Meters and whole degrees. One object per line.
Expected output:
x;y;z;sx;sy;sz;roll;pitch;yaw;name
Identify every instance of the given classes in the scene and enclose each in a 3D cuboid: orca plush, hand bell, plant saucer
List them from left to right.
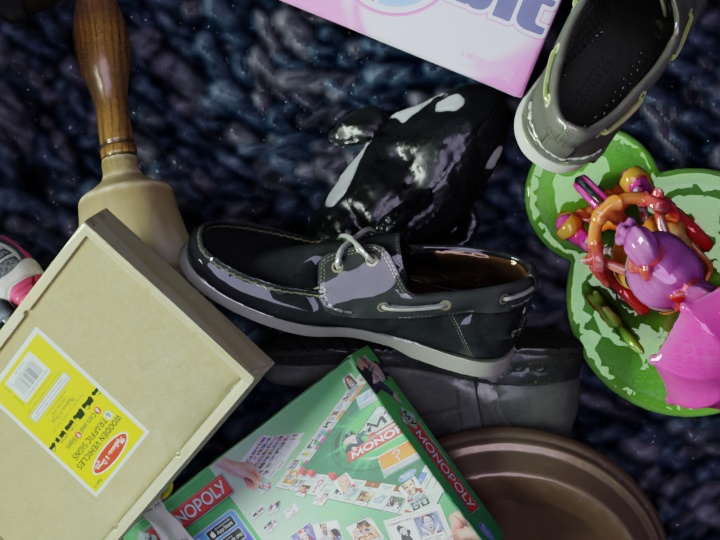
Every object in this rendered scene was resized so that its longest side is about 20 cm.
-0.142;-0.076;1.180;0.104;0.104;0.201;-12;79;1;hand bell
0.004;-0.037;1.188;0.200;0.071;0.105;-25;95;3;orca plush
0.085;0.186;1.208;0.199;0.029;0.201;1;113;2;plant saucer

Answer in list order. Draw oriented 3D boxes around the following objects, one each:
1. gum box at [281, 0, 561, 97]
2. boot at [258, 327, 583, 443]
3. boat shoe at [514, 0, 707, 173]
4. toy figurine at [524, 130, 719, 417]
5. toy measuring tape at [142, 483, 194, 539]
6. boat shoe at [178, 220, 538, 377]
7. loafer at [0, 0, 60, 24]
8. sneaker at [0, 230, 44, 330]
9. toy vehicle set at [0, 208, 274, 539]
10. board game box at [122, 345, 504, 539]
0.020;-0.189;1.172;0.199;0.066;0.114;22;97;-3;gum box
0.037;0.101;1.210;0.199;0.068;0.131;3;102;1;boot
0.156;-0.147;1.156;0.072;0.060;0.202;32;75;-3;boat shoe
0.180;0.005;1.137;0.150;0.184;0.200;-43;94;5;toy figurine
-0.113;0.109;1.166;0.074;0.074;0.200;-44;74;5;toy measuring tape
0.000;0.000;1.134;0.199;0.072;0.068;13;127;-11;boat shoe
-0.197;-0.245;1.170;0.071;0.073;0.201;-13;105;-4;loafer
-0.262;0.060;1.204;0.200;0.081;0.075;-42;67;4;sneaker
-0.153;0.078;1.124;0.124;0.027;0.200;43;117;3;toy vehicle set
-0.031;0.153;1.185;0.200;0.029;0.135;-38;85;27;board game box
